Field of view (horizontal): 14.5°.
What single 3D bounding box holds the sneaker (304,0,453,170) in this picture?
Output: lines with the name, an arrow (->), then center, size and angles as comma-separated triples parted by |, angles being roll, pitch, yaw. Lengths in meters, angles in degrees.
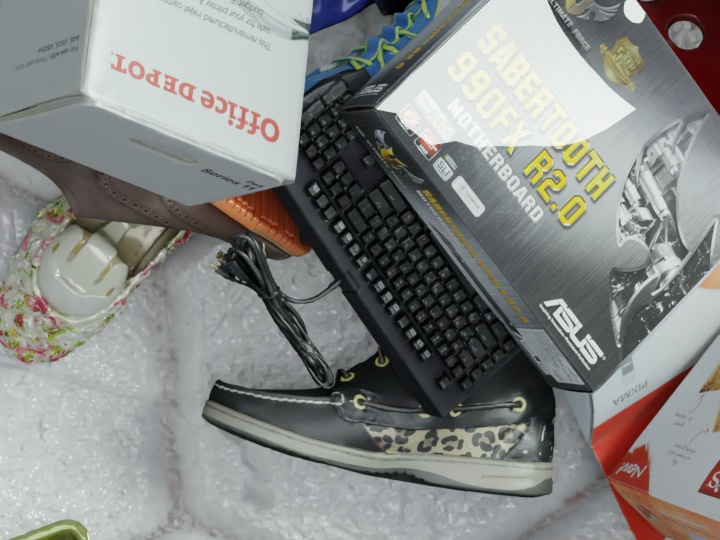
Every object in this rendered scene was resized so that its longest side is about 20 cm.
sneaker -> 0.022, -0.101, 1.525 | 0.105, 0.076, 0.200 | 17, 96, -41

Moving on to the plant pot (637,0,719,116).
plant pot -> 0.217, -0.189, 1.523 | 0.182, 0.200, 0.201 | -42, 97, -18

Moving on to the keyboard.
keyboard -> 0.000, 0.000, 1.507 | 0.127, 0.021, 0.200 | -38, 116, -7

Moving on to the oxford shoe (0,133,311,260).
oxford shoe -> -0.113, -0.055, 1.513 | 0.200, 0.071, 0.073 | 32, 124, -26

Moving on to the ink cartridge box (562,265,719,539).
ink cartridge box -> 0.185, 0.034, 1.587 | 0.162, 0.050, 0.200 | -30, 99, -24

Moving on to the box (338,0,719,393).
box -> 0.108, -0.060, 1.499 | 0.158, 0.048, 0.200 | -43, 108, -18

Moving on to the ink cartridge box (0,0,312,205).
ink cartridge box -> -0.100, -0.148, 1.424 | 0.146, 0.083, 0.201 | 22, 65, -41

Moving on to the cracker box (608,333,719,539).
cracker box -> 0.242, 0.066, 1.535 | 0.058, 0.134, 0.200 | 44, 77, -26

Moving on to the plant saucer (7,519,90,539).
plant saucer -> -0.213, 0.265, 1.575 | 0.199, 0.048, 0.200 | -21, 83, -4

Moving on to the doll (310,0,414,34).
doll -> 0.021, -0.174, 1.575 | 0.199, 0.048, 0.137 | -16, 118, -19

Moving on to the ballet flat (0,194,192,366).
ballet flat -> -0.132, -0.029, 1.572 | 0.076, 0.064, 0.200 | 41, 89, -6

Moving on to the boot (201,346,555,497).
boot -> 0.021, 0.039, 1.592 | 0.203, 0.073, 0.154 | 11, 88, -8
